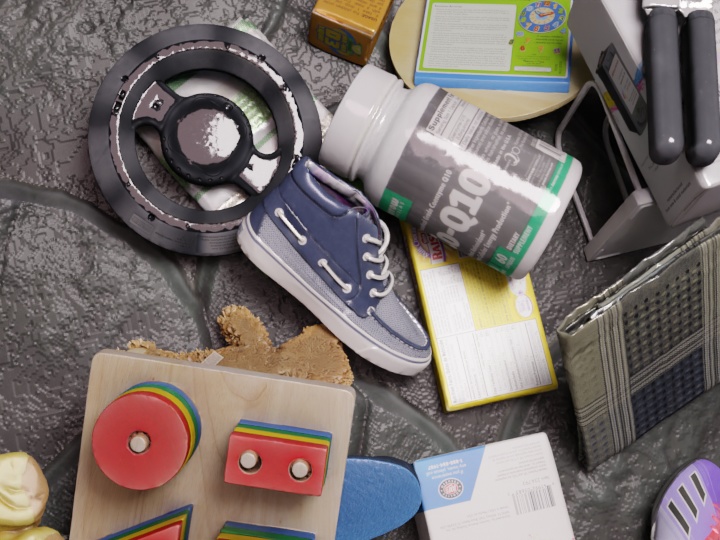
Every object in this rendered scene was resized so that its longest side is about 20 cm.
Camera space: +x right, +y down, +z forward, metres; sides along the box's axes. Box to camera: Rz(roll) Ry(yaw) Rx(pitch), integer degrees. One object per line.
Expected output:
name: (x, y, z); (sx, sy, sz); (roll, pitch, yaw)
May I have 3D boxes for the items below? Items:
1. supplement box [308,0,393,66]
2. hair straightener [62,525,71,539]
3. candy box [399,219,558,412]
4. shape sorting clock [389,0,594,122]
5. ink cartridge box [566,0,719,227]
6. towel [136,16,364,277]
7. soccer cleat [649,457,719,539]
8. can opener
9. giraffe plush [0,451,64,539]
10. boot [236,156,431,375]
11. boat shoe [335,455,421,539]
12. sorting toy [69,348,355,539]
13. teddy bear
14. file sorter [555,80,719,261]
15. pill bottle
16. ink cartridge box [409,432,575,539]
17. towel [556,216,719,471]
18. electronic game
supplement box: (0.015, -0.298, 0.959); (0.068, 0.067, 0.201); (19, 74, -1)
hair straightener: (-0.200, 0.225, 0.819); (0.076, 0.041, 0.201); (13, 79, -3)
candy box: (0.100, 0.017, 0.907); (0.102, 0.026, 0.201); (-11, 77, -6)
shape sorting clock: (0.126, -0.213, 0.940); (0.199, 0.039, 0.201); (-4, 61, 7)
ink cartridge box: (0.272, -0.154, 0.802); (0.147, 0.086, 0.201); (-19, 71, -9)
towel: (-0.096, -0.111, 0.922); (0.149, 0.031, 0.200); (-40, 85, -12)
soccer cleat: (0.263, 0.231, 0.821); (0.068, 0.073, 0.200); (53, 53, -15)
can opener: (0.231, -0.175, 0.728); (0.053, 0.067, 0.201); (3, 70, 1)
giraffe plush: (-0.330, 0.214, 0.749); (0.199, 0.162, 0.174); (21, 65, -22)
boot: (0.000, 0.000, 0.842); (0.200, 0.073, 0.090); (38, 116, -14)
boat shoe: (-0.052, 0.177, 0.813); (0.199, 0.069, 0.085); (-7, 94, 3)
sorting toy: (-0.115, 0.174, 0.745); (0.197, 0.070, 0.201); (8, 95, 2)
teddy bear: (-0.107, 0.100, 0.838); (0.199, 0.067, 0.145); (-20, 55, -21)
file sorter: (0.293, -0.108, 0.905); (0.199, 0.139, 0.125); (-13, 74, -9)
pill bottle: (0.073, -0.085, 0.861); (0.199, 0.113, 0.114); (28, 74, 4)
ink cartridge box: (0.115, 0.243, 0.828); (0.115, 0.067, 0.201); (-11, 77, -8)
towel: (0.243, 0.056, 0.842); (0.192, 0.201, 0.035); (-31, 46, -12)
electronic game: (-0.131, -0.112, 0.880); (0.199, 0.042, 0.201); (1, 85, -10)
